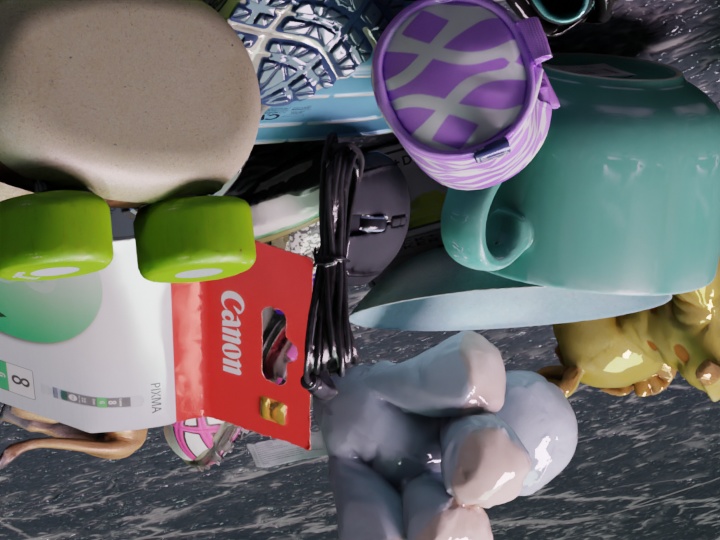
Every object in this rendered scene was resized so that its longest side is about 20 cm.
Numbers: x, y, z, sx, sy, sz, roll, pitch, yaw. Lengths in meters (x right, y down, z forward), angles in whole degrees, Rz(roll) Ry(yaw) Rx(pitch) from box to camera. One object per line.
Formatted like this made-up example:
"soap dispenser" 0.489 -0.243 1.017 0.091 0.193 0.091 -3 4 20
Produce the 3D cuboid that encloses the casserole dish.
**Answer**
"casserole dish" -0.027 -0.102 1.417 0.199 0.039 0.121 -4 162 -27

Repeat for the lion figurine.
"lion figurine" -0.161 0.072 1.706 0.122 0.201 0.073 21 133 -9

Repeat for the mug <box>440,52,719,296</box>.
"mug" 0.131 -0.057 1.487 0.151 0.115 0.185 7 -167 7

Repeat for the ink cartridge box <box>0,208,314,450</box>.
"ink cartridge box" -0.126 0.034 1.497 0.199 0.050 0.162 19 137 16

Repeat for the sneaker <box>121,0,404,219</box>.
"sneaker" -0.059 -0.117 1.291 0.200 0.085 0.077 -41 130 19

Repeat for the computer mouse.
"computer mouse" 0.000 0.000 1.443 0.046 0.141 0.200 6 -179 3

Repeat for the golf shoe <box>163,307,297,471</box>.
"golf shoe" -0.093 0.056 1.612 0.092 0.073 0.200 34 151 -1

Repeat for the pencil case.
"pencil case" 0.053 -0.087 1.296 0.085 0.084 0.200 -30 177 2

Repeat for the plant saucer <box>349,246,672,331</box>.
"plant saucer" 0.090 0.006 1.625 0.200 0.039 0.201 -4 171 -1

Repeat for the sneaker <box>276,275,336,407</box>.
"sneaker" -0.034 0.040 1.784 0.069 0.100 0.200 -11 164 -13

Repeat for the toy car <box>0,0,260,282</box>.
"toy car" -0.159 -0.066 1.230 0.157 0.165 0.199 1 169 -41

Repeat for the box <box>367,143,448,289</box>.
"box" 0.051 -0.029 1.693 0.116 0.060 0.200 -14 164 4

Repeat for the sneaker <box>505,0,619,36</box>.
"sneaker" 0.091 -0.146 1.285 0.075 0.080 0.200 -19 165 15

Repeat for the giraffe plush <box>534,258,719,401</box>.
"giraffe plush" 0.196 0.018 1.762 0.162 0.201 0.172 -11 172 39

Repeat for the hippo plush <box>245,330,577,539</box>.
"hippo plush" 0.052 0.124 1.712 0.199 0.160 0.160 -2 172 34

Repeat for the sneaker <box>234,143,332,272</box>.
"sneaker" -0.068 0.001 1.604 0.199 0.089 0.077 -24 -165 36
